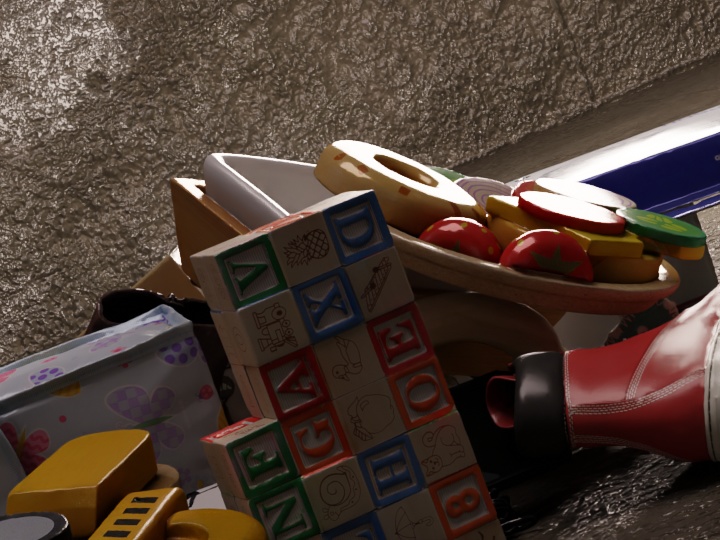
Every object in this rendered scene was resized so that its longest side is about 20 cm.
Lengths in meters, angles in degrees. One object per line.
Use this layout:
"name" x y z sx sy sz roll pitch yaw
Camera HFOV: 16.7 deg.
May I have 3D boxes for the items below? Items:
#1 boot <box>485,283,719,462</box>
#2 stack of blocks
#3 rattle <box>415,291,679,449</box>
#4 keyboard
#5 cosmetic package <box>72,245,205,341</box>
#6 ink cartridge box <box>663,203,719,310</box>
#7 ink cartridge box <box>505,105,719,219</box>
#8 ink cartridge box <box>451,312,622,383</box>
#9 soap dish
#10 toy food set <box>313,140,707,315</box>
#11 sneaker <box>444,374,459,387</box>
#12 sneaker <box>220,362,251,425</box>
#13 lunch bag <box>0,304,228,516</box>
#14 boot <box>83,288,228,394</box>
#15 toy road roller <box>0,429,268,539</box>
"boot" 0.145 0.049 1.306 0.143 0.073 0.200 -3 14 17
"stack of blocks" -0.016 0.075 1.195 0.114 0.201 0.059 -22 6 -15
"rattle" 0.094 0.086 1.357 0.198 0.131 0.143 4 17 -2
"keyboard" 0.013 0.127 1.288 0.199 0.040 0.104 -21 45 -13
"cosmetic package" -0.166 0.073 1.609 0.200 0.071 0.105 -42 2 8
"ink cartridge box" 0.159 -0.001 1.791 0.144 0.084 0.200 -22 6 -8
"ink cartridge box" 0.199 -0.065 1.656 0.198 0.041 0.200 -20 8 -4
"ink cartridge box" 0.055 0.060 1.627 0.199 0.085 0.144 -16 8 39
"soap dish" 0.000 0.000 1.460 0.199 0.082 0.157 5 21 -38
"toy food set" 0.086 -0.025 1.371 0.197 0.049 0.199 1 17 -44
"sneaker" -0.006 0.100 1.519 0.083 0.081 0.200 -32 13 -28
"sneaker" -0.088 0.113 1.725 0.077 0.141 0.200 18 -23 17
"lunch bag" -0.162 0.134 1.353 0.199 0.171 0.127 -20 9 -8
"boot" -0.103 0.087 1.502 0.199 0.073 0.167 9 -44 -30
"toy road roller" -0.096 0.158 1.176 0.145 0.124 0.200 -7 13 15
